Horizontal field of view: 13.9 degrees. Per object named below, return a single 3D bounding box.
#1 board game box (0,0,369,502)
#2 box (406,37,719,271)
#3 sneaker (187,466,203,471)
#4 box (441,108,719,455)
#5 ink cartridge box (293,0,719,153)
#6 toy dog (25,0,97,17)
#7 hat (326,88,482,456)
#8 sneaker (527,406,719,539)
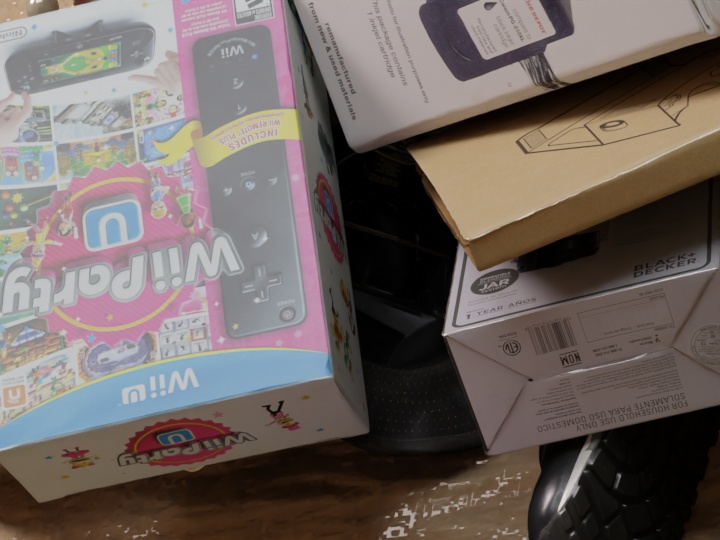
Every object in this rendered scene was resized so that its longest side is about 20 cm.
[{"bbox_3d":[-0.083,-0.018,1.238,0.147,0.064,0.201,-13,64,8],"label":"board game box"},{"bbox_3d":[0.123,-0.063,1.177,0.199,0.021,0.164,-22,15,-1],"label":"box"},{"bbox_3d":[-0.076,0.036,1.356,0.078,0.079,0.200,-47,4,23],"label":"sneaker"},{"bbox_3d":[0.104,-0.013,1.222,0.116,0.060,0.200,-14,27,14],"label":"box"},{"bbox_3d":[0.094,-0.128,1.231,0.199,0.085,0.145,-16,9,43],"label":"ink cartridge box"},{"bbox_3d":[-0.080,-0.142,1.363,0.199,0.132,0.097,-9,80,5],"label":"toy dog"},{"bbox_3d":[0.000,0.000,1.334,0.201,0.200,0.081,-56,8,-36],"label":"hat"},{"bbox_3d":[0.098,0.062,1.238,0.087,0.076,0.200,-3,32,30],"label":"sneaker"}]
